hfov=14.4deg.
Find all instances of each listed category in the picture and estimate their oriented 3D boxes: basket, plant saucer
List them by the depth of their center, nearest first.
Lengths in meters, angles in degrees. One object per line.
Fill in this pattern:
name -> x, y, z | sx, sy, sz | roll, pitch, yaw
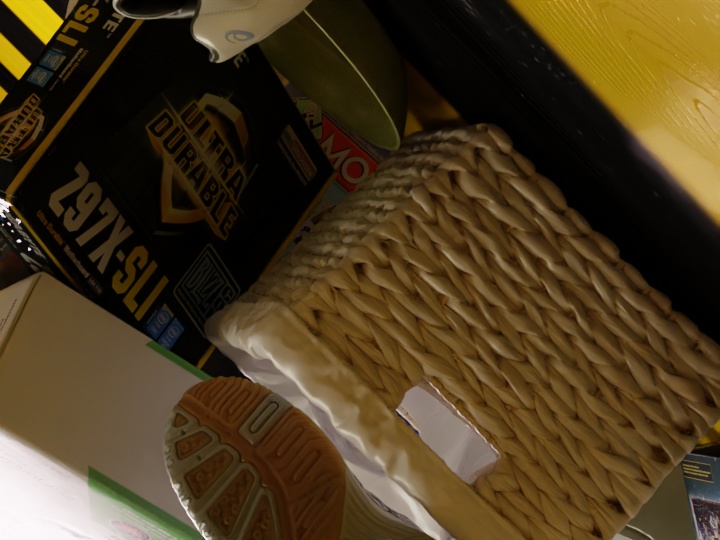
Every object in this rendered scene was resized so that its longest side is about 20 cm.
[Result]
plant saucer -> -0.043, -0.139, 1.399 | 0.200, 0.031, 0.200 | 44, 174, 6
basket -> 0.052, 0.044, 1.406 | 0.198, 0.161, 0.200 | 45, 174, -8

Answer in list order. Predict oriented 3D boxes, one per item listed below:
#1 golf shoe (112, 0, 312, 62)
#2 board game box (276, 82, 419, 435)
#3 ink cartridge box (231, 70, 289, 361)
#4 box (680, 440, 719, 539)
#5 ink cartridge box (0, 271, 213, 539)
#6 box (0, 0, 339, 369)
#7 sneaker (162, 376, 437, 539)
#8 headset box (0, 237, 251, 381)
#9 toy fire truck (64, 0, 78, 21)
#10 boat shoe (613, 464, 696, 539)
golf shoe -> -0.087, -0.161, 1.250 | 0.200, 0.097, 0.078 | 39, 174, 46
board game box -> 0.000, 0.000, 1.556 | 0.200, 0.135, 0.029 | 42, 175, 13
ink cartridge box -> -0.057, -0.025, 1.689 | 0.146, 0.147, 0.200 | 44, 174, 3
box -> 0.209, 0.154, 1.385 | 0.200, 0.038, 0.137 | 174, 84, -82
ink cartridge box -> -0.162, 0.088, 1.470 | 0.146, 0.084, 0.200 | 32, 154, -20
box -> -0.103, -0.050, 1.440 | 0.049, 0.160, 0.200 | 26, 160, 34
sneaker -> -0.012, 0.132, 1.339 | 0.200, 0.076, 0.088 | 41, 172, 17
headset box -> -0.172, 0.058, 1.618 | 0.200, 0.149, 0.075 | 46, 171, -19
toy fire truck -> -0.125, -0.090, 1.507 | 0.049, 0.201, 0.141 | 10, 162, 37
boat shoe -> 0.166, 0.134, 1.563 | 0.199, 0.075, 0.066 | 18, 178, 7
